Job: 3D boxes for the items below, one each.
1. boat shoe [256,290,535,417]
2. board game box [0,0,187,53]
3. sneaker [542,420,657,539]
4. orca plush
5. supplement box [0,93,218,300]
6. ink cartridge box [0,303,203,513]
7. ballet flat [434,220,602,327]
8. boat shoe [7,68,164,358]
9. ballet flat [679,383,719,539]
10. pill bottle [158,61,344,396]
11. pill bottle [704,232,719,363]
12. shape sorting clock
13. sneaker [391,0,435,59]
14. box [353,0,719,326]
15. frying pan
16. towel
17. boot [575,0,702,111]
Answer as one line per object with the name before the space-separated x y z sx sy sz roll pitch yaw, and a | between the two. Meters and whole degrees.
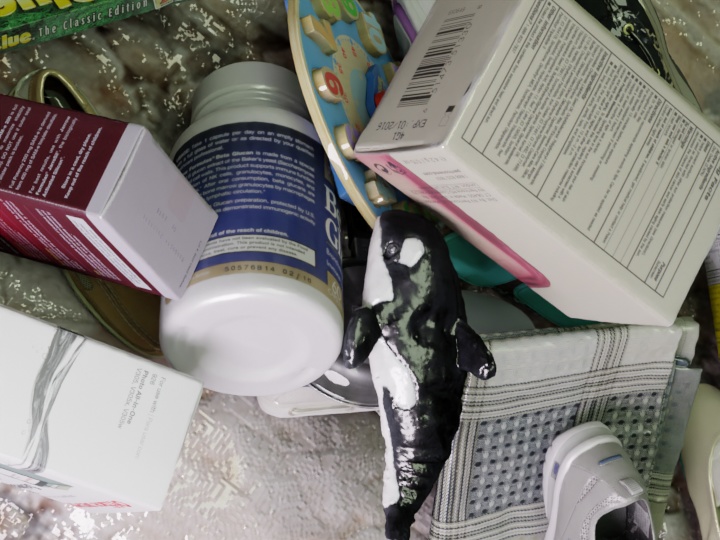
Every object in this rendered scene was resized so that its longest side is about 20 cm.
boat shoe | 0.023 0.064 1.089 0.200 0.070 0.071 -8 45 -24
board game box | -0.214 -0.182 1.003 0.200 0.023 0.105 -22 57 -26
sneaker | 0.165 0.204 1.091 0.075 0.082 0.200 -21 123 -15
orca plush | 0.043 0.064 0.963 0.105 0.071 0.201 24 70 -52
supplement box | -0.194 -0.051 0.917 0.061 0.200 0.109 -68 155 -18
ink cartridge box | -0.211 0.073 0.929 0.200 0.146 0.084 23 73 -20
ballet flat | 0.107 -0.017 1.109 0.200 0.074 0.074 33 67 -50
boat shoe | -0.161 -0.034 1.007 0.072 0.076 0.200 -35 98 -25
ballet flat | 0.285 0.181 1.192 0.069 0.069 0.201 -8 86 -26
pill bottle | -0.067 -0.032 1.002 0.111 0.111 0.200 16 49 -22
pill bottle | 0.313 -0.011 1.210 0.104 0.104 0.201 -5 85 -26
shape sorting clock | 0.007 -0.106 1.056 0.039 0.200 0.200 -20 92 16
sneaker | 0.093 -0.144 1.111 0.099 0.075 0.200 -31 68 -7
box | 0.119 -0.071 0.982 0.200 0.109 0.128 36 74 -26
frying pan | 0.015 0.008 1.062 0.115 0.031 0.190 25 54 0
towel | 0.144 0.125 1.104 0.200 0.035 0.193 -5 114 -26
boot | 0.164 -0.131 1.153 0.204 0.073 0.154 56 46 -13
